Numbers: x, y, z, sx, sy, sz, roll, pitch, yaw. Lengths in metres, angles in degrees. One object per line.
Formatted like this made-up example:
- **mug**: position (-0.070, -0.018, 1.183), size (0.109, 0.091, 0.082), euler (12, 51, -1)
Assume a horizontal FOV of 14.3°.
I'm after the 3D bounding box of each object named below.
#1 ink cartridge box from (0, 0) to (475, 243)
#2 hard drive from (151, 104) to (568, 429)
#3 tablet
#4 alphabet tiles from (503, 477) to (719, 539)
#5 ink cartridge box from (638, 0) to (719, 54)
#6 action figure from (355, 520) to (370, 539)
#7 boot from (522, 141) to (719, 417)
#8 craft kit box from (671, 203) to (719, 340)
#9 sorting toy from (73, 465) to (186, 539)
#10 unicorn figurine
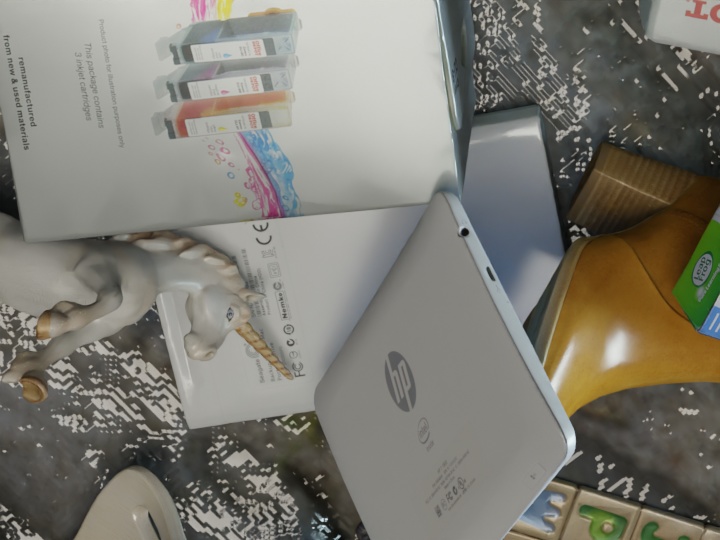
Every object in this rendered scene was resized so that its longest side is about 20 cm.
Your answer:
- **ink cartridge box**: position (-0.054, -0.110, 1.280), size (0.200, 0.145, 0.145), euler (-5, 112, 6)
- **hard drive**: position (0.000, 0.000, 1.385), size (0.200, 0.026, 0.132), euler (-9, 111, 8)
- **tablet**: position (0.031, 0.066, 1.272), size (0.014, 0.130, 0.200), euler (-14, 157, -27)
- **alphabet tiles**: position (0.127, 0.210, 1.472), size (0.167, 0.008, 0.200), euler (17, 112, -3)
- **ink cartridge box**: position (0.213, -0.189, 1.258), size (0.147, 0.083, 0.200), euler (11, 114, 1)
- **action figure**: position (0.000, 0.171, 1.411), size (0.102, 0.119, 0.200), euler (9, 115, -44)
- **boot**: position (0.150, 0.032, 1.296), size (0.144, 0.201, 0.071), euler (25, 137, 0)
- **craft kit box**: position (0.268, -0.034, 1.256), size (0.200, 0.049, 0.198), euler (20, 111, -21)
- **sorting toy**: position (-0.122, 0.198, 1.405), size (0.107, 0.200, 0.180), euler (10, 116, -24)
- **unicorn figurine**: position (-0.138, 0.012, 1.334), size (0.200, 0.137, 0.074), euler (25, 124, 11)
